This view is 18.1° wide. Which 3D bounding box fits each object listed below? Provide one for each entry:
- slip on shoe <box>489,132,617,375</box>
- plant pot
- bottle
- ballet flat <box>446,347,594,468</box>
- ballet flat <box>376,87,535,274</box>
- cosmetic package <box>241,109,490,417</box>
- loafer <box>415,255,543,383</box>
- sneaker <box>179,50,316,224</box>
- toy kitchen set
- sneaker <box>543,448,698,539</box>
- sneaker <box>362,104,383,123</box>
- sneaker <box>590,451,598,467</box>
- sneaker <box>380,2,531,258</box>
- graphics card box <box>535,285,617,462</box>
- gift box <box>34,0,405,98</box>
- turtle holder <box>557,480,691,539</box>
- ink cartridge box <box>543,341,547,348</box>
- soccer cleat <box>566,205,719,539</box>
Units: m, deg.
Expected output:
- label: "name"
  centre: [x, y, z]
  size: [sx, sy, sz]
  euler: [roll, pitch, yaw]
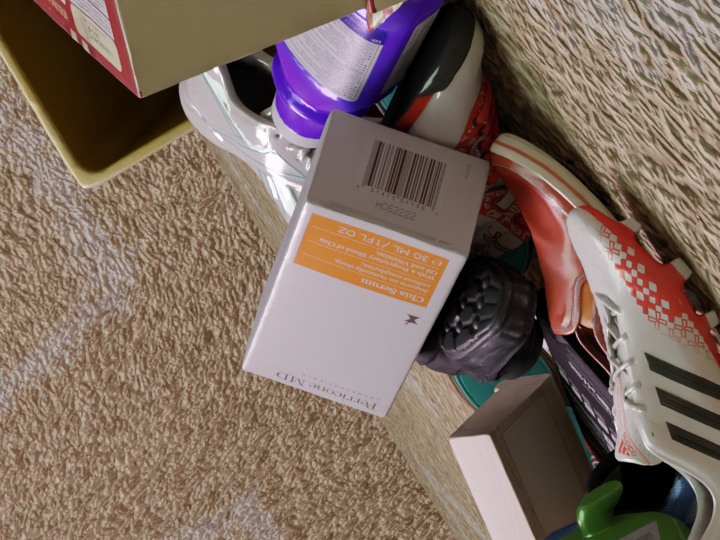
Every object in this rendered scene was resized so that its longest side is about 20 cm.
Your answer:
- label: "slip on shoe"
  centre: [0.131, 0.009, 1.294]
  size: [0.201, 0.061, 0.074]
  euler: [56, 175, -8]
- label: "plant pot"
  centre: [-0.139, -0.206, 1.619]
  size: [0.195, 0.195, 0.200]
  euler: [59, -160, -8]
- label: "bottle"
  centre: [-0.009, -0.137, 1.316]
  size: [0.084, 0.065, 0.200]
  euler: [48, 153, 10]
- label: "ballet flat"
  centre: [0.125, 0.085, 1.615]
  size: [0.199, 0.068, 0.072]
  euler: [35, -166, -23]
- label: "ballet flat"
  centre: [0.060, -0.081, 1.442]
  size: [0.201, 0.067, 0.064]
  euler: [60, -160, -30]
- label: "cosmetic package"
  centre: [0.000, 0.000, 1.359]
  size: [0.101, 0.072, 0.200]
  euler: [18, 146, -3]
- label: "loafer"
  centre: [0.082, 0.034, 1.391]
  size: [0.070, 0.069, 0.201]
  euler: [17, 170, -8]
- label: "sneaker"
  centre: [-0.036, -0.075, 1.443]
  size: [0.200, 0.071, 0.080]
  euler: [40, 161, 4]
- label: "toy kitchen set"
  centre: [0.094, 0.158, 1.592]
  size: [0.199, 0.163, 0.181]
  euler: [-10, 111, 43]
- label: "sneaker"
  centre: [0.164, 0.143, 1.354]
  size: [0.089, 0.079, 0.200]
  euler: [41, 143, -12]
- label: "sneaker"
  centre: [0.016, -0.132, 1.520]
  size: [0.116, 0.078, 0.200]
  euler: [-103, -14, -46]
- label: "sneaker"
  centre: [0.221, 0.197, 1.550]
  size: [0.201, 0.074, 0.081]
  euler: [54, 174, 17]
- label: "sneaker"
  centre: [0.068, -0.077, 1.345]
  size: [0.107, 0.068, 0.202]
  euler: [18, 144, -7]
- label: "graphics card box"
  centre: [0.177, 0.094, 1.441]
  size: [0.126, 0.051, 0.200]
  euler: [52, 174, 37]
- label: "gift box"
  centre: [-0.074, -0.203, 1.135]
  size: [0.185, 0.186, 0.201]
  euler: [46, 154, 48]
- label: "turtle holder"
  centre: [0.127, 0.226, 1.260]
  size: [0.132, 0.185, 0.141]
  euler: [54, 164, -22]
- label: "ink cartridge box"
  centre: [0.086, 0.008, 1.582]
  size: [0.175, 0.045, 0.200]
  euler: [18, 174, -2]
- label: "soccer cleat"
  centre: [0.159, 0.058, 1.214]
  size: [0.201, 0.085, 0.069]
  euler: [55, 174, -2]
